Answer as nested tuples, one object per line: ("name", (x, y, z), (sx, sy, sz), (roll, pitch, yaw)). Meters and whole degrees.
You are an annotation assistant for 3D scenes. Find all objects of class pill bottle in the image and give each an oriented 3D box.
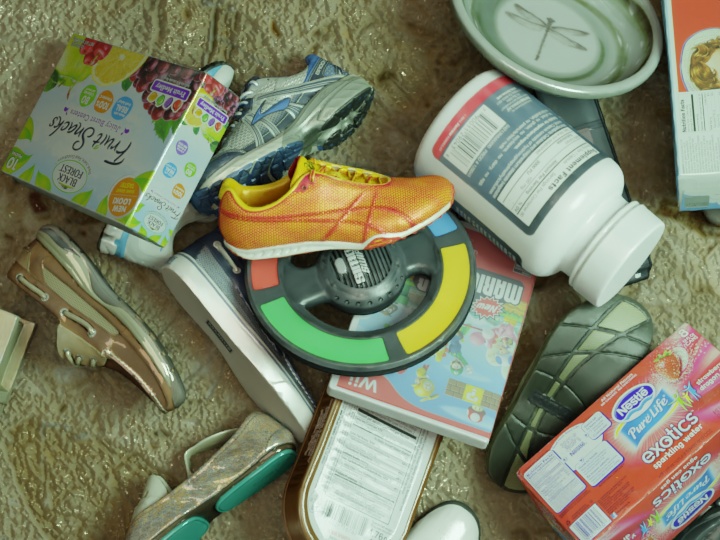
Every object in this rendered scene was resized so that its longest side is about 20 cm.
("pill bottle", (0.154, -0.066, 1.258), (0.200, 0.120, 0.120), (42, 85, 16))

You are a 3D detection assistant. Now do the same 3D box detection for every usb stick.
("usb stick", (0.207, -0.083, 1.319), (0.055, 0.033, 0.202), (-17, 84, -2))

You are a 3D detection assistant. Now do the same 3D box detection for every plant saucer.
("plant saucer", (0.167, -0.214, 1.302), (0.198, 0.050, 0.201), (9, 50, -11))

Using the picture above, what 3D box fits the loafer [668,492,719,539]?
("loafer", (0.294, 0.235, 1.270), (0.201, 0.068, 0.071), (-45, 119, -10))

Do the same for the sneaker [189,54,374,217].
("sneaker", (-0.084, -0.122, 1.299), (0.200, 0.077, 0.085), (-37, 68, -27))

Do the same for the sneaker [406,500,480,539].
("sneaker", (0.033, 0.282, 1.239), (0.067, 0.108, 0.202), (42, 85, 5))

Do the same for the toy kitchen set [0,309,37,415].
("toy kitchen set", (-0.411, 0.082, 1.240), (0.198, 0.163, 0.182), (20, 84, 3))

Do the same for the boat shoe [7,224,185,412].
("boat shoe", (-0.230, 0.052, 1.281), (0.072, 0.076, 0.200), (-41, 75, -7))

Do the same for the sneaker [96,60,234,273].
("sneaker", (-0.152, -0.088, 1.313), (0.086, 0.075, 0.201), (28, 87, -9))

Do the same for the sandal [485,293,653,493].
("sandal", (0.175, 0.102, 1.290), (0.080, 0.057, 0.202), (37, 100, -1))

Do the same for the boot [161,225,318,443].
("boot", (-0.079, 0.048, 1.291), (0.090, 0.073, 0.201), (-39, 97, -24))

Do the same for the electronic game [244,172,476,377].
("electronic game", (0.000, 0.000, 1.254), (0.198, 0.042, 0.202), (0, 58, 0))

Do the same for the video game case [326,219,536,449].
("video game case", (0.068, 0.042, 1.273), (0.142, 0.017, 0.201), (19, 60, 2))

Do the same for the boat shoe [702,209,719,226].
("boat shoe", (0.400, -0.074, 1.293), (0.198, 0.072, 0.076), (-15, 61, 20))

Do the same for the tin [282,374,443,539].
("tin", (0.007, 0.160, 1.259), (0.111, 0.042, 0.201), (29, 69, -21))

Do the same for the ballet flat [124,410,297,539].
("ballet flat", (-0.146, 0.194, 1.282), (0.199, 0.068, 0.067), (-36, 65, -9))

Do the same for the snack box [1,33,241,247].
("snack box", (-0.209, -0.115, 1.263), (0.199, 0.053, 0.143), (21, 83, 44))

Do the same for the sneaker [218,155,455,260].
("sneaker", (-0.019, -0.058, 1.216), (0.198, 0.073, 0.078), (-9, 112, -5))

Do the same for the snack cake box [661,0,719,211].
("snack cake box", (0.323, -0.157, 1.274), (0.114, 0.067, 0.202), (-4, 65, 12))

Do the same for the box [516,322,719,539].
("box", (0.244, 0.156, 1.242), (0.200, 0.096, 0.100), (-41, 49, -4))
